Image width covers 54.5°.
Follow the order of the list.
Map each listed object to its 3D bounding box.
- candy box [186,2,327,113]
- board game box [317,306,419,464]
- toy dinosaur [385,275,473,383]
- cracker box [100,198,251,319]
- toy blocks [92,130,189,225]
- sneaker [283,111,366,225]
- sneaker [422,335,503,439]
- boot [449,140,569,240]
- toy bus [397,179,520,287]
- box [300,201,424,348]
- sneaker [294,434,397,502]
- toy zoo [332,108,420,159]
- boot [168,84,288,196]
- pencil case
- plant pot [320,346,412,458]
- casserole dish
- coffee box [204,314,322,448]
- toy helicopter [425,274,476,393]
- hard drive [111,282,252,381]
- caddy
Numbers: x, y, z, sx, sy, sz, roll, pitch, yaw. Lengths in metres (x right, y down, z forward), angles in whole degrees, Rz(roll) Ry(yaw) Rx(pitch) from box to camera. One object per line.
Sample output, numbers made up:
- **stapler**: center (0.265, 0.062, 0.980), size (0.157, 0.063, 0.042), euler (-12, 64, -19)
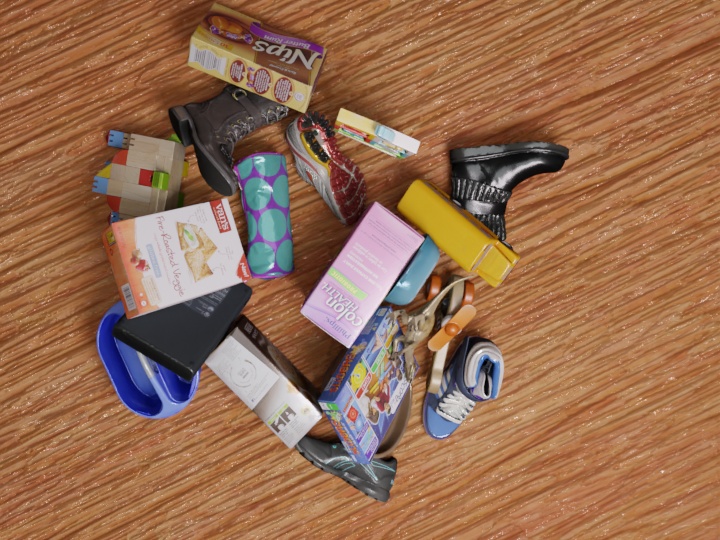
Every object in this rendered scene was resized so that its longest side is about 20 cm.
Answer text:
- **candy box**: center (-0.160, -0.336, 1.102), size (0.196, 0.118, 0.057), euler (20, 136, -5)
- **board game box**: center (0.019, 0.174, 1.084), size (0.034, 0.201, 0.137), euler (-3, 127, 36)
- **toy dinosaur**: center (0.092, 0.080, 1.088), size (0.058, 0.100, 0.203), euler (37, 110, 34)
- **cracker box**: center (-0.276, -0.022, 1.067), size (0.198, 0.057, 0.137), euler (-20, 92, -41)
- **toy blocks**: center (-0.364, -0.140, 1.128), size (0.133, 0.100, 0.205), euler (11, 94, 6)
- **sneaker**: center (-0.057, -0.166, 1.156), size (0.078, 0.081, 0.203), euler (-42, 115, -34)
- **sneaker**: center (0.171, 0.207, 1.168), size (0.079, 0.146, 0.203), euler (27, 93, -6)
- **boot**: center (0.246, -0.127, 1.169), size (0.206, 0.079, 0.162), euler (-3, 90, 11)
- **toy bus**: center (0.156, -0.060, 1.109), size (0.200, 0.078, 0.066), euler (43, 109, 20)
- **box**: center (0.000, 0.000, 1.117), size (0.096, 0.176, 0.202), euler (34, 93, -4)
- **sneaker**: center (-0.024, 0.324, 1.212), size (0.198, 0.075, 0.080), euler (31, 79, -13)
- **toy zoo**: center (0.022, -0.211, 1.088), size (0.129, 0.200, 0.021), euler (22, 94, -6)
- **boot**: center (-0.187, -0.223, 1.085), size (0.172, 0.070, 0.201), euler (-27, 68, -22)
- **pencil case**: center (-0.158, -0.087, 1.144), size (0.090, 0.085, 0.205), euler (-7, 96, -20)
- **plant pot**: center (-0.001, 0.204, 1.161), size (0.091, 0.199, 0.206), euler (-5, 98, 37)
- **casserole dish**: center (0.078, 0.004, 1.112), size (0.038, 0.200, 0.122), euler (33, 87, -3)
- **coffee box**: center (-0.156, 0.180, 1.156), size (0.080, 0.114, 0.200), euler (-43, 98, 2)
- **toy helicopter**: center (0.143, 0.108, 1.163), size (0.077, 0.132, 0.205), euler (11, 95, -6)
- **hard drive**: center (-0.273, 0.064, 1.096), size (0.138, 0.201, 0.033), euler (30, 131, 0)
- **caddy**: center (-0.341, 0.138, 1.141), size (0.139, 0.105, 0.204), euler (-23, 97, -1)
